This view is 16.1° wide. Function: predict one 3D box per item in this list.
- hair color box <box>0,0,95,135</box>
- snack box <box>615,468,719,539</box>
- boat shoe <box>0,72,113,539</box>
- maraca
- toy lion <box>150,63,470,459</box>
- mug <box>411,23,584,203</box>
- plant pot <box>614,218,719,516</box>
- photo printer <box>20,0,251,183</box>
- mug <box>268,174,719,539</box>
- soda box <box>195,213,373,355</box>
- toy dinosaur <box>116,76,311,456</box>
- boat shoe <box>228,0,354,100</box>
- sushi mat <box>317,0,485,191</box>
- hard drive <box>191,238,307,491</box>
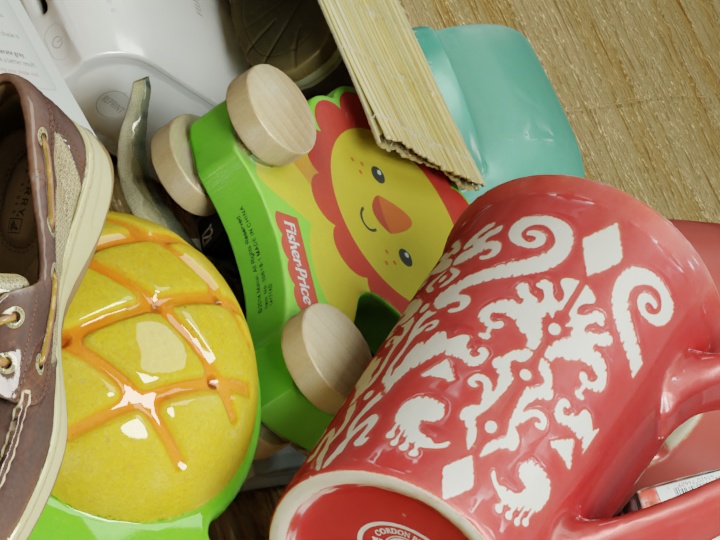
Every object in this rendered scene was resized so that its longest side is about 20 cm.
[{"bbox_3d":[-0.209,-0.121,1.132,0.111,0.064,0.200,2,56,-62],"label":"hair color box"},{"bbox_3d":[0.170,0.216,1.223,0.169,0.067,0.201,113,-40,-63],"label":"snack box"},{"bbox_3d":[-0.145,0.020,0.947,0.072,0.072,0.201,58,41,-58],"label":"boat shoe"},{"bbox_3d":[-0.103,0.059,1.019,0.137,0.107,0.201,14,50,-18],"label":"maraca"},{"bbox_3d":[0.000,0.000,1.176,0.191,0.069,0.201,20,47,-46],"label":"toy lion"},{"bbox_3d":[0.040,-0.051,1.409,0.185,0.152,0.115,7,55,-55],"label":"mug"},{"bbox_3d":[0.166,0.058,1.420,0.177,0.200,0.201,21,38,-60],"label":"plant pot"},{"bbox_3d":[-0.105,-0.119,1.329,0.200,0.069,0.167,32,30,-43],"label":"photo printer"},{"bbox_3d":[0.070,0.062,1.025,0.134,0.177,0.200,61,39,-18],"label":"mug"},{"bbox_3d":[0.011,0.003,1.296,0.200,0.063,0.071,32,21,-27],"label":"soda box"},{"bbox_3d":[-0.086,0.011,1.153,0.088,0.047,0.201,-21,80,-45],"label":"toy dinosaur"},{"bbox_3d":[-0.034,-0.147,1.337,0.066,0.072,0.201,51,14,-38],"label":"boat shoe"},{"bbox_3d":[0.001,-0.129,1.261,0.096,0.012,0.201,26,35,-55],"label":"sushi mat"},{"bbox_3d":[-0.043,0.044,1.270,0.132,0.026,0.200,59,23,15],"label":"hard drive"}]
